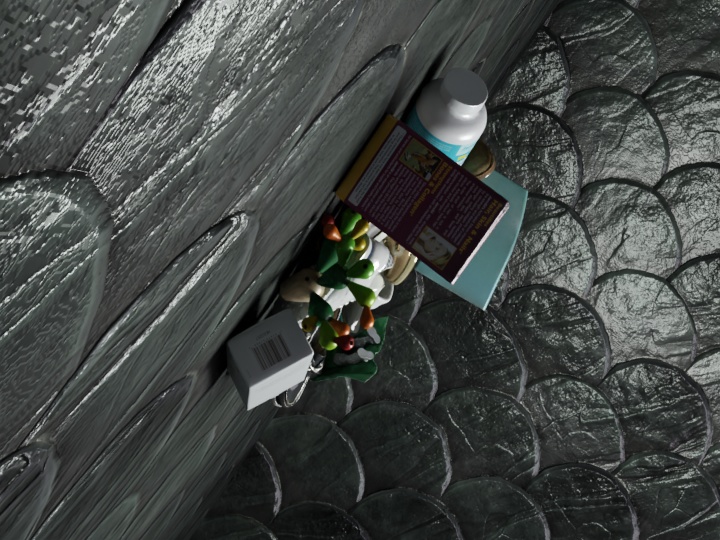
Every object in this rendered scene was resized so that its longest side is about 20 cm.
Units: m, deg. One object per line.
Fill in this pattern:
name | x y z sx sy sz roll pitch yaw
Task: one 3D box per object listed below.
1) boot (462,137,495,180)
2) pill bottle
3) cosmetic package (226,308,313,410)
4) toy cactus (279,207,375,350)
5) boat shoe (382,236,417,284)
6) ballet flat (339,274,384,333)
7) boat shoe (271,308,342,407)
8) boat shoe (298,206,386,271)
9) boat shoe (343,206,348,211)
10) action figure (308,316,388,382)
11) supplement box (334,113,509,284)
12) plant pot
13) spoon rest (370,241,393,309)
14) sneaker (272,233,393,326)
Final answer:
boot | 0.155 -0.214 1.601 0.073 0.076 0.201 -28 -139 3
pill bottle | 0.120 -0.209 1.495 0.111 0.110 0.201 -52 176 -36
cosmetic package | -0.127 0.125 1.367 0.100 0.075 0.200 -26 170 -15
toy cactus | -0.051 0.014 1.336 0.163 0.101 0.204 -14 -112 43
boat shoe | 0.063 -0.064 1.546 0.072 0.063 0.202 -91 -164 -50
ballet flat | 0.000 0.000 1.580 0.067 0.068 0.203 -17 -125 21
boat shoe | -0.078 0.118 1.522 0.074 0.059 0.204 22 88 -63
boat shoe | -0.032 -0.040 1.467 0.201 0.072 0.060 -44 134 10
boat shoe | 0.028 -0.107 1.584 0.200 0.073 0.064 -32 157 -56
action figure | -0.041 0.138 1.620 0.199 0.055 0.119 -22 -145 50
supplement box | 0.083 -0.096 1.330 0.132 0.199 0.103 -53 176 7
plant pot | 0.178 -0.068 1.635 0.203 0.140 0.141 -61 -170 4
spoon rest | 0.022 -0.025 1.663 0.098 0.060 0.204 -24 -126 32
sneaker | -0.041 0.029 1.427 0.199 0.077 0.080 -37 142 18
